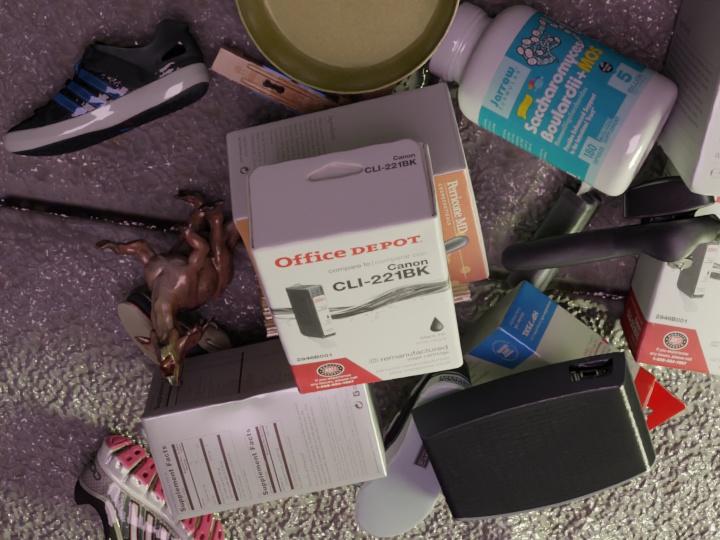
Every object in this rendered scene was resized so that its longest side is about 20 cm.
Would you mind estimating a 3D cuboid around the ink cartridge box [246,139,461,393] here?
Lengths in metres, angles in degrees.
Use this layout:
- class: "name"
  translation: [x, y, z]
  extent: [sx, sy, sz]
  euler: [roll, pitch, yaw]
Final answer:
- class: "ink cartridge box"
  translation: [-0.002, 0.001, 1.099]
  extent: [0.144, 0.084, 0.200]
  euler: [-10, 140, 3]

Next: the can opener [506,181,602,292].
- class: "can opener"
  translation: [0.193, -0.067, 1.269]
  extent: [0.066, 0.053, 0.200]
  euler: [35, 113, 21]

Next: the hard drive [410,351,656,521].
- class: "hard drive"
  translation: [0.158, 0.156, 1.225]
  extent: [0.199, 0.042, 0.135]
  euler: [-16, 116, 11]

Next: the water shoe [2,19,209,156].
- class: "water shoe"
  translation: [-0.231, -0.162, 1.215]
  extent: [0.199, 0.071, 0.079]
  euler: [-19, 87, 10]

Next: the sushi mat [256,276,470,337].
- class: "sushi mat"
  translation: [0.000, 0.000, 1.282]
  extent: [0.199, 0.012, 0.096]
  euler: [-10, 78, 3]

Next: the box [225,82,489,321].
- class: "box"
  translation: [-0.001, -0.056, 1.193]
  extent: [0.199, 0.107, 0.152]
  euler: [-13, 140, 5]

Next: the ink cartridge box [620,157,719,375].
- class: "ink cartridge box"
  translation: [0.342, -0.008, 1.272]
  extent: [0.144, 0.084, 0.201]
  euler: [9, 115, -4]

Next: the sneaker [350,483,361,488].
- class: "sneaker"
  translation: [0.073, 0.172, 1.369]
  extent: [0.199, 0.077, 0.081]
  euler: [-10, 98, 4]

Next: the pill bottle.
- class: "pill bottle"
  translation: [0.161, -0.155, 1.169]
  extent: [0.200, 0.111, 0.111]
  euler: [29, 114, 11]

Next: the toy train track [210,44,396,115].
- class: "toy train track"
  translation: [-0.038, -0.152, 1.229]
  extent: [0.200, 0.033, 0.115]
  euler: [24, 114, -11]

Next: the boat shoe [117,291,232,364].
- class: "boat shoe"
  translation: [-0.150, 0.085, 1.326]
  extent: [0.200, 0.071, 0.063]
  euler: [44, 67, -14]

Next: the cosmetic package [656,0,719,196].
- class: "cosmetic package"
  translation: [0.361, -0.174, 1.148]
  extent: [0.167, 0.166, 0.201]
  euler: [8, 114, -4]

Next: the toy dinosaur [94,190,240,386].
- class: "toy dinosaur"
  translation: [-0.153, 0.009, 1.250]
  extent: [0.086, 0.200, 0.136]
  euler: [2, 120, 39]

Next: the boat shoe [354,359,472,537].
- class: "boat shoe"
  translation: [0.051, 0.167, 1.300]
  extent: [0.073, 0.068, 0.200]
  euler: [18, 118, -4]

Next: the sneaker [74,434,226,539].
- class: "sneaker"
  translation: [-0.216, 0.261, 1.403]
  extent: [0.087, 0.074, 0.200]
  euler: [-39, 105, 16]

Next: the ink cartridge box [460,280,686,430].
- class: "ink cartridge box"
  translation: [0.194, 0.113, 1.295]
  extent: [0.200, 0.067, 0.116]
  euler: [36, 143, -5]

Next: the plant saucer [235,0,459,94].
- class: "plant saucer"
  translation: [-0.010, -0.252, 1.160]
  extent: [0.199, 0.031, 0.201]
  euler: [3, 104, 11]

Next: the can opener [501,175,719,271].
- class: "can opener"
  translation: [0.223, -0.027, 1.212]
  extent: [0.199, 0.063, 0.079]
  euler: [-14, 78, 28]

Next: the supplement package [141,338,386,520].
- class: "supplement package"
  translation: [-0.086, 0.136, 1.244]
  extent: [0.199, 0.114, 0.110]
  euler: [-12, 112, 4]
